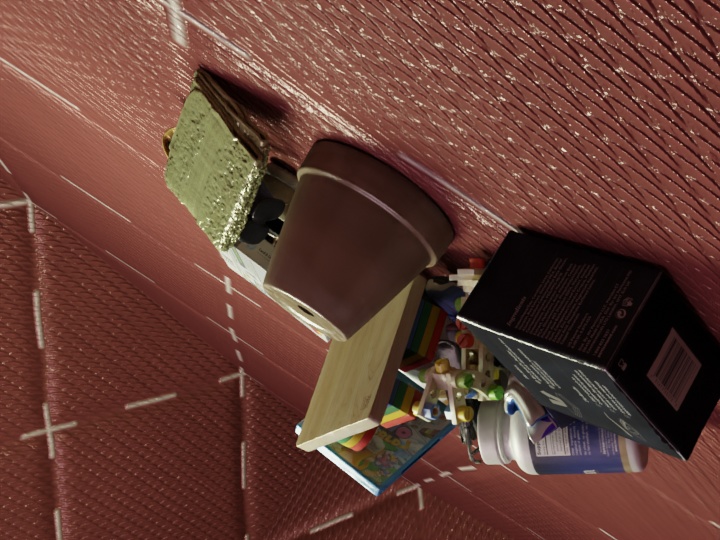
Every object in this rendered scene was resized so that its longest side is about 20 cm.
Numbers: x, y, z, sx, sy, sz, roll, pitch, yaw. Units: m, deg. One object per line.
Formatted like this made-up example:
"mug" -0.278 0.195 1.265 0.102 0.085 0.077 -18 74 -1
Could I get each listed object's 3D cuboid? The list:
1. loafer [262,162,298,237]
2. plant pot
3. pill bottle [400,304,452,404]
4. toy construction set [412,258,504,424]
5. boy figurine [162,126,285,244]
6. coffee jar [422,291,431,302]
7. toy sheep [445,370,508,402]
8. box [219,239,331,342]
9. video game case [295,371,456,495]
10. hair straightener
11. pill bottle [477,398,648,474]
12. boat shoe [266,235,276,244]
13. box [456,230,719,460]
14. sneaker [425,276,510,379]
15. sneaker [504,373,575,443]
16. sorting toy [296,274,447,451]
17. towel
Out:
"loafer" -0.112 -0.079 1.636 0.075 0.070 0.200 29 167 17
"plant pot" -0.019 -0.020 1.395 0.199 0.174 0.200 31 168 7
"pill bottle" 0.103 0.124 1.757 0.114 0.115 0.200 28 166 21
"toy construction set" 0.128 0.079 1.429 0.131 0.202 0.092 -1 -164 -43
"boy figurine" -0.180 -0.126 1.551 0.200 0.125 0.064 46 -161 26
"coffee jar" 0.000 0.000 1.618 0.200 0.086 0.104 42 168 -35
"toy sheep" 0.183 0.155 1.654 0.137 0.139 0.200 29 -174 17
"box" -0.121 0.007 1.708 0.200 0.041 0.156 37 167 20
"video game case" 0.027 0.206 1.621 0.143 0.200 0.018 35 130 20
"hair straightener" 0.126 0.170 1.529 0.041 0.077 0.201 6 123 31
"pill bottle" 0.251 0.197 1.496 0.199 0.112 0.111 -5 151 21
"boat shoe" -0.159 -0.058 1.824 0.069 0.074 0.200 36 168 14
"box" 0.240 0.074 1.230 0.199 0.118 0.197 18 160 47
"sneaker" 0.161 0.080 1.537 0.200 0.077 0.076 37 169 -9
"sneaker" 0.260 0.151 1.396 0.199 0.147 0.081 23 164 40
"sorting toy" 0.020 0.129 1.514 0.069 0.201 0.199 29 151 -18
"towel" -0.173 -0.128 1.446 0.149 0.036 0.200 51 141 21
